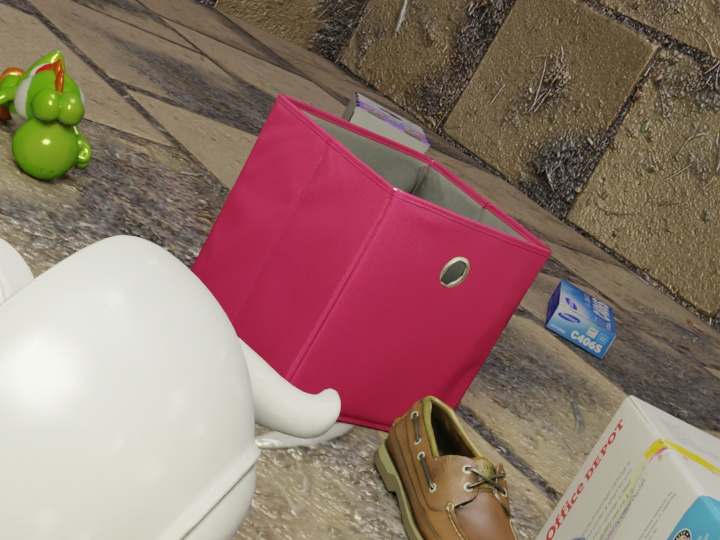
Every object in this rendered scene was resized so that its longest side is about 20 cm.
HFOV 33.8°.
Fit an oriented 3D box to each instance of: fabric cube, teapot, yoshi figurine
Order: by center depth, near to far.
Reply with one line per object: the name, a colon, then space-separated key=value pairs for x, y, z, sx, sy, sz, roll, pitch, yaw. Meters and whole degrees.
teapot: x=-0.116 y=0.094 z=0.509 sx=0.146 sy=0.200 sz=0.197 roll=48 pitch=-1 yaw=1
fabric cube: x=0.000 y=0.000 z=1.014 sx=0.196 sy=0.200 sz=0.200 roll=19 pitch=17 yaw=-41
yoshi figurine: x=-0.316 y=-0.141 z=1.161 sx=0.200 sy=0.112 sz=0.112 roll=26 pitch=-39 yaw=66

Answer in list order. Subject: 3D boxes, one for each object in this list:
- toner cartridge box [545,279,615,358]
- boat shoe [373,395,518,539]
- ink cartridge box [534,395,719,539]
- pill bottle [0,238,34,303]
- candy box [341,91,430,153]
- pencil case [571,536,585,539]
toner cartridge box: x=0.332 y=0.070 z=1.784 sx=0.095 sy=0.043 sz=0.200 roll=29 pitch=13 yaw=4
boat shoe: x=0.070 y=0.161 z=0.848 sx=0.072 sy=0.068 sz=0.200 roll=22 pitch=16 yaw=-35
ink cartridge box: x=0.239 y=0.214 z=0.839 sx=0.146 sy=0.147 sz=0.200 roll=26 pitch=14 yaw=-14
pill bottle: x=-0.253 y=0.027 z=0.568 sx=0.114 sy=0.115 sz=0.200 roll=34 pitch=15 yaw=19
candy box: x=0.047 y=-0.284 z=2.428 sx=0.167 sy=0.072 sz=0.200 roll=27 pitch=14 yaw=-9
pencil case: x=0.034 y=0.176 z=0.564 sx=0.199 sy=0.093 sz=0.085 roll=2 pitch=38 yaw=-23
